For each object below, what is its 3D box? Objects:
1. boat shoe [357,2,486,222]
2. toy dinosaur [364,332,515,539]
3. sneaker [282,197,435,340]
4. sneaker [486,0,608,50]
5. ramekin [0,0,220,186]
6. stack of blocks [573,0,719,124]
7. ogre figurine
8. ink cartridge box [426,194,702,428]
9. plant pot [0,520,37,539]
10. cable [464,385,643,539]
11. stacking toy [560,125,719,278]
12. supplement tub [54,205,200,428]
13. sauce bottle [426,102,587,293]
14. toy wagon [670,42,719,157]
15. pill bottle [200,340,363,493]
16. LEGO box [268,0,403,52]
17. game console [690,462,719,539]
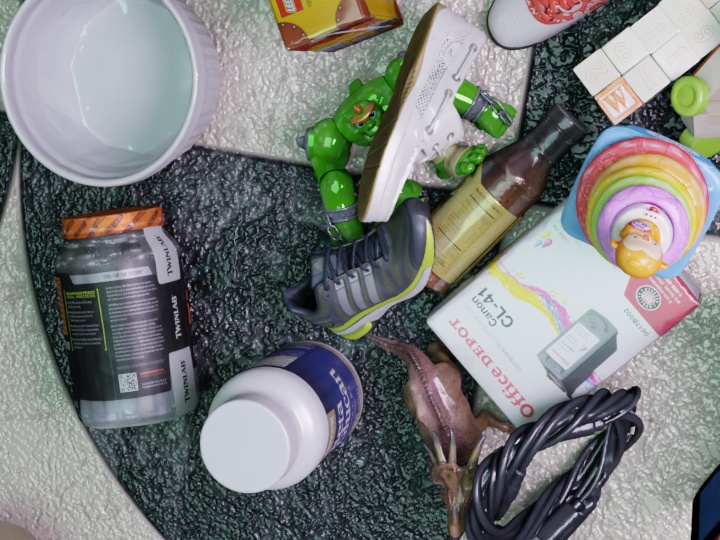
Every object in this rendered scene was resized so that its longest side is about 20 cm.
[{"bbox_3d":[0.057,-0.126,1.184,0.069,0.071,0.200,23,82,-13],"label":"boat shoe"},{"bbox_3d":[0.074,0.131,1.265,0.086,0.136,0.200,-33,88,17],"label":"toy dinosaur"},{"bbox_3d":[0.000,0.000,1.249,0.200,0.081,0.074,-48,42,44],"label":"sneaker"},{"bbox_3d":[0.189,-0.255,1.192,0.201,0.108,0.067,-26,91,17],"label":"sneaker"},{"bbox_3d":[-0.227,-0.182,1.315,0.200,0.105,0.201,2,98,15],"label":"ramekin"},{"bbox_3d":[0.281,-0.208,1.172,0.200,0.115,0.059,-37,88,16],"label":"stack of blocks"},{"bbox_3d":[0.028,-0.117,1.267,0.200,0.098,0.120,-33,107,32],"label":"ogre figurine"},{"bbox_3d":[0.183,0.031,1.249,0.200,0.086,0.148,-41,87,15],"label":"ink cartridge box"},{"bbox_3d":[-0.387,0.328,1.406,0.200,0.200,0.135,-7,60,16],"label":"plant pot"},{"bbox_3d":[0.171,0.170,1.234,0.200,0.163,0.051,-48,49,6],"label":"cable"},{"bbox_3d":[0.216,-0.036,1.078,0.116,0.200,0.110,26,110,5],"label":"stacking toy"},{"bbox_3d":[-0.225,0.043,1.338,0.122,0.123,0.200,-5,97,15],"label":"supplement tub"},{"bbox_3d":[0.122,-0.067,1.263,0.066,0.066,0.200,46,104,4],"label":"sauce bottle"},{"bbox_3d":[0.322,-0.153,1.152,0.200,0.155,0.040,-52,55,40],"label":"toy wagon"},{"bbox_3d":[-0.073,0.135,1.271,0.111,0.200,0.111,2,99,14],"label":"pill bottle"},{"bbox_3d":[-0.044,-0.300,1.226,0.077,0.149,0.200,-18,93,17],"label":"LEGO box"},{"bbox_3d":[0.301,0.125,1.170,0.119,0.200,0.173,-23,92,16],"label":"game console"}]
